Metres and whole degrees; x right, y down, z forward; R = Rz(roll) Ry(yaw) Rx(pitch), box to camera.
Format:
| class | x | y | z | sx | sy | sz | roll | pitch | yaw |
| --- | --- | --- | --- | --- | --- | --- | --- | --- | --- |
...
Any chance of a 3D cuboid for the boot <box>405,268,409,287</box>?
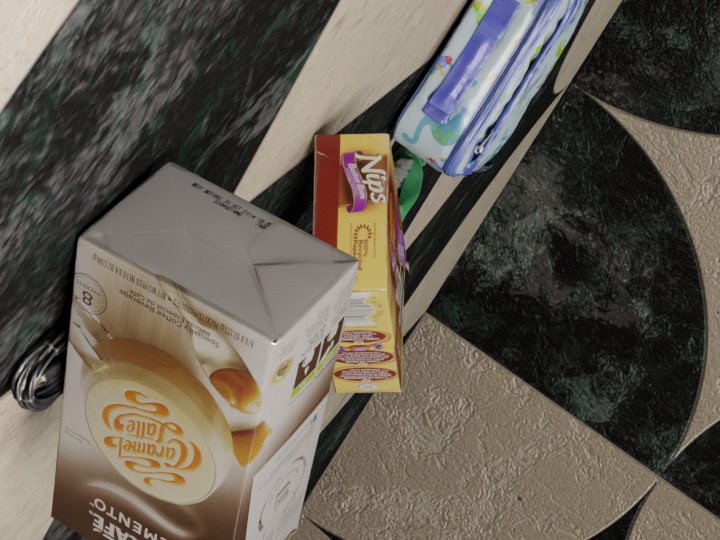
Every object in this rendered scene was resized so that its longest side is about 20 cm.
| class | x | y | z | sx | sy | sz | roll | pitch | yaw |
| --- | --- | --- | --- | --- | --- | --- | --- | --- | --- |
| boot | -0.044 | 0.060 | 1.785 | 0.200 | 0.068 | 0.131 | -39 | 169 | -46 |

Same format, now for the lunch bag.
| class | x | y | z | sx | sy | sz | roll | pitch | yaw |
| --- | --- | --- | --- | --- | --- | --- | --- | --- | --- |
| lunch bag | 0.111 | -0.174 | 1.626 | 0.201 | 0.082 | 0.161 | -58 | 171 | 11 |

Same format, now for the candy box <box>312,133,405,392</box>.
| class | x | y | z | sx | sy | sz | roll | pitch | yaw |
| --- | --- | --- | --- | --- | --- | --- | --- | --- | --- |
| candy box | 0.000 | 0.000 | 1.370 | 0.200 | 0.056 | 0.118 | 77 | 14 | -66 |

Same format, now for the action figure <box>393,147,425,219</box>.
| class | x | y | z | sx | sy | sz | roll | pitch | yaw |
| --- | --- | --- | --- | --- | --- | --- | --- | --- | --- |
| action figure | 0.011 | -0.038 | 1.677 | 0.201 | 0.054 | 0.118 | -60 | 177 | -41 |

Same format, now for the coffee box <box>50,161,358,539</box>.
| class | x | y | z | sx | sy | sz | roll | pitch | yaw |
| --- | --- | --- | --- | --- | --- | --- | --- | --- | --- |
| coffee box | -0.082 | 0.063 | 0.975 | 0.080 | 0.114 | 0.201 | -46 | 156 | -44 |

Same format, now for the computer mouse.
| class | x | y | z | sx | sy | sz | roll | pitch | yaw |
| --- | --- | --- | --- | --- | --- | --- | --- | --- | --- |
| computer mouse | -0.130 | 0.028 | 1.033 | 0.200 | 0.034 | 0.059 | -29 | 144 | -63 |
